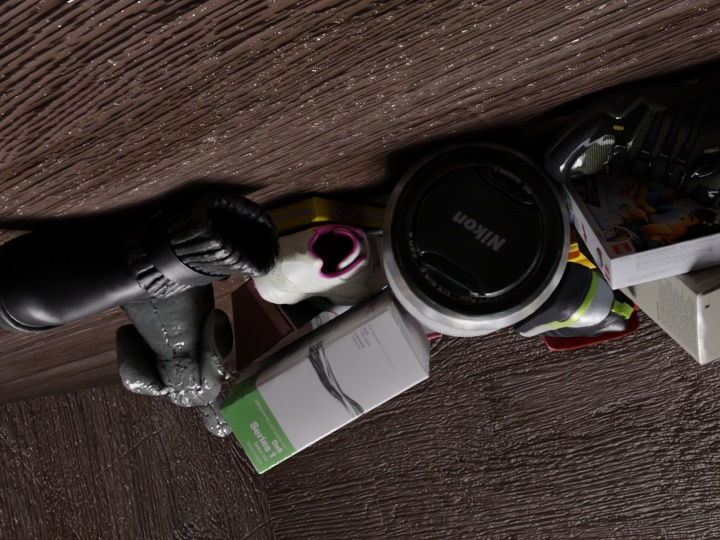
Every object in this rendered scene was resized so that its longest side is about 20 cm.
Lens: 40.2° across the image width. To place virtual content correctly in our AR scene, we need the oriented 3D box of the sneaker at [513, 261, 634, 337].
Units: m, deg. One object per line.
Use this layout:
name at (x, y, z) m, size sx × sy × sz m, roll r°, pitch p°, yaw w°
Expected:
sneaker at (0.206, 0.043, 0.947) m, size 0.082 × 0.072 × 0.200 m, roll 24°, pitch 176°, yaw -2°

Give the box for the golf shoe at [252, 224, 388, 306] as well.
golf shoe at (-0.013, -0.008, 0.967) m, size 0.091 × 0.076 × 0.199 m, roll -23°, pitch 169°, yaw 40°

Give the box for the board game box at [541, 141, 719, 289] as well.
board game box at (0.244, -0.066, 0.851) m, size 0.125 × 0.035 × 0.201 m, roll -13°, pitch -145°, yaw 0°

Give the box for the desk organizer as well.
desk organizer at (-0.095, 0.042, 1.058) m, size 0.077 × 0.072 × 0.200 m, roll -37°, pitch 179°, yaw 11°

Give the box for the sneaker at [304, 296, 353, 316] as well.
sneaker at (0.000, 0.000, 1.082) m, size 0.108 × 0.070 × 0.200 m, roll -36°, pitch 146°, yaw 15°

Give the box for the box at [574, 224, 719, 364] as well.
box at (0.267, -0.012, 0.869) m, size 0.068 × 0.083 × 0.200 m, roll -22°, pitch -143°, yaw -8°

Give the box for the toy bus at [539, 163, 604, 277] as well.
toy bus at (0.253, -0.072, 1.027) m, size 0.198 × 0.137 × 0.192 m, roll -16°, pitch 157°, yaw 7°

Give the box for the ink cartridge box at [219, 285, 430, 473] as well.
ink cartridge box at (-0.029, 0.104, 1.009) m, size 0.199 × 0.085 × 0.146 m, roll -30°, pitch -174°, yaw 9°

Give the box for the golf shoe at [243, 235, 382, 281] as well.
golf shoe at (-0.042, -0.012, 1.200) m, size 0.198 × 0.079 × 0.097 m, roll -9°, pitch -168°, yaw 3°

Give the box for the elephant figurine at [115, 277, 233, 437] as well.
elephant figurine at (-0.179, 0.076, 1.002) m, size 0.154 × 0.202 × 0.141 m, roll -6°, pitch 171°, yaw -43°

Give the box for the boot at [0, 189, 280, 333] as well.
boot at (-0.180, -0.010, 0.796) m, size 0.157 × 0.080 × 0.211 m, roll -11°, pitch -175°, yaw 33°

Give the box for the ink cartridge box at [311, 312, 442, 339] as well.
ink cartridge box at (0.010, 0.044, 1.363) m, size 0.144 × 0.146 × 0.200 m, roll -12°, pitch 175°, yaw -10°

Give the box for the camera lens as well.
camera lens at (0.099, -0.022, 0.900) m, size 0.158 × 0.162 × 0.200 m, roll -13°, pitch 174°, yaw 0°

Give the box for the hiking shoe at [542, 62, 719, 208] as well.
hiking shoe at (0.247, -0.097, 0.785) m, size 0.198 × 0.102 × 0.076 m, roll -17°, pitch 159°, yaw 14°

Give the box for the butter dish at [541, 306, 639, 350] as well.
butter dish at (0.299, -0.021, 1.236) m, size 0.199 × 0.201 × 0.148 m, roll -7°, pitch 161°, yaw -40°

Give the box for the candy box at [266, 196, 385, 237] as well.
candy box at (-0.044, -0.046, 1.015) m, size 0.101 × 0.027 × 0.200 m, roll -12°, pitch 174°, yaw 24°
